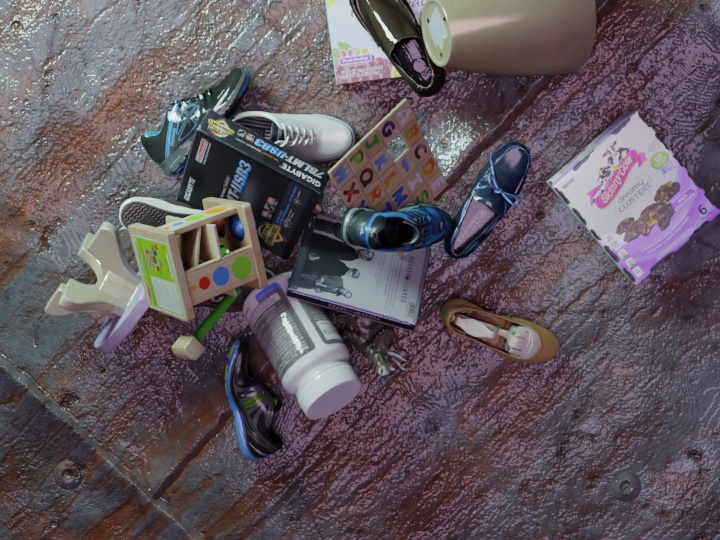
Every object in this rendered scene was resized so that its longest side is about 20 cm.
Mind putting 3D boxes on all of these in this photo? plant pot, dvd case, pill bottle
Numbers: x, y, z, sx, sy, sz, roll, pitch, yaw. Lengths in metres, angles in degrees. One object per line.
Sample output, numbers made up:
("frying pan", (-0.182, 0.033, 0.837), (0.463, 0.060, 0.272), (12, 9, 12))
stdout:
("plant pot", (0.191, -0.349, 1.523), (0.197, 0.187, 0.190), (-14, 101, -18))
("dvd case", (0.000, 0.000, 1.656), (0.197, 0.152, 0.025), (16, 144, -3))
("pill bottle", (-0.086, 0.113, 1.643), (0.113, 0.114, 0.201), (-36, 65, 8))

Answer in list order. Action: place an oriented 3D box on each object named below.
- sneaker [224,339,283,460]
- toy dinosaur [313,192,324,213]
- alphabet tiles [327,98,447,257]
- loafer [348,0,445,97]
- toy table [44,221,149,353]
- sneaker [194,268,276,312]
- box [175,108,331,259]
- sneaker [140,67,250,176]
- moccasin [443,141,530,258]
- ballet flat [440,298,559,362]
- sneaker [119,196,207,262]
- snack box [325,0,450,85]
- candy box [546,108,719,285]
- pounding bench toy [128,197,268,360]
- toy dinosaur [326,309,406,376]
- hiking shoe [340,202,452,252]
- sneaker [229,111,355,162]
("sneaker", (-0.167, 0.200, 1.732), (0.081, 0.071, 0.202), (-12, 105, -1))
("toy dinosaur", (-0.138, -0.152, 1.637), (0.199, 0.088, 0.048), (36, 63, -22))
("alphabet tiles", (0.051, -0.123, 1.624), (0.167, 0.008, 0.201), (-45, 128, -19))
("loafer", (0.055, -0.335, 1.550), (0.073, 0.071, 0.201), (-38, 98, 9))
("toy table", (-0.380, 0.021, 1.656), (0.116, 0.184, 0.201), (32, 105, -19))
("sneaker", (-0.223, 0.034, 1.690), (0.197, 0.082, 0.078), (0, 101, 0))
("box", (-0.162, -0.122, 1.615), (0.197, 0.200, 0.050), (27, 57, -5))
("sneaker", (-0.246, -0.235, 1.645), (0.082, 0.073, 0.200), (43, 98, -5))
("moccasin", (0.199, -0.098, 1.660), (0.080, 0.068, 0.202), (27, 100, -4))
("ballet flat", (0.216, 0.102, 1.701), (0.197, 0.063, 0.070), (18, 101, -2))
("sneaker", (-0.269, -0.069, 1.679), (0.198, 0.085, 0.074), (23, 97, -14))
("snack box", (0.051, -0.369, 1.614), (0.197, 0.068, 0.171), (-6, 101, 2))
("candy box", (0.407, -0.111, 1.650), (0.167, 0.072, 0.200), (-42, 97, 9))
("pounding bench toy", (-0.217, 0.013, 1.582), (0.155, 0.124, 0.203), (-22, 110, -33))
("toy dinosaur", (-0.002, 0.069, 1.705), (0.101, 0.077, 0.203), (-15, 88, -2))
("hiking shoe", (0.067, -0.053, 1.600), (0.198, 0.086, 0.076), (-7, 110, -37))
("sneaker", (-0.106, -0.199, 1.649), (0.197, 0.071, 0.074), (3, 101, 1))
